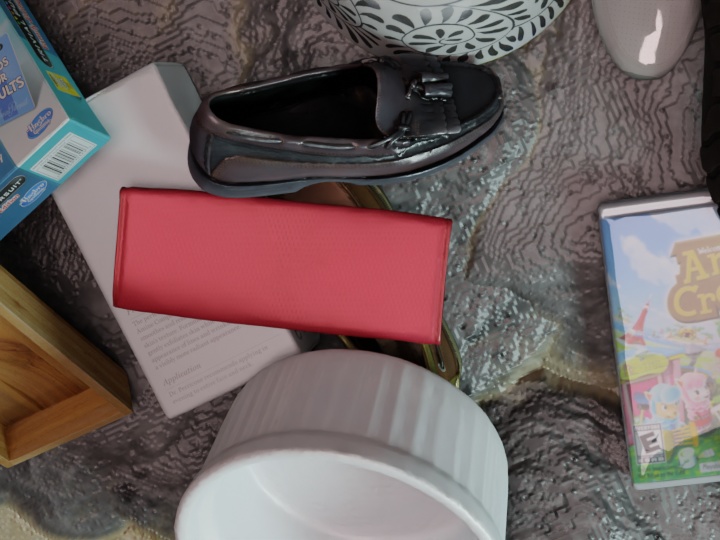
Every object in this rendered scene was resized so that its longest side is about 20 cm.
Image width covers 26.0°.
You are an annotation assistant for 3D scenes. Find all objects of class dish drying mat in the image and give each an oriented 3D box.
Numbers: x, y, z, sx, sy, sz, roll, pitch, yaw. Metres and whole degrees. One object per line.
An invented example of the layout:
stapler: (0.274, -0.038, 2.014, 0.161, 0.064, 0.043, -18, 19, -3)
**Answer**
dish drying mat: (-0.047, -0.004, 0.927, 0.198, 0.018, 0.078, 6, 95, 1)

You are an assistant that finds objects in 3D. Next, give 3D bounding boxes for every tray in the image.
tray: (-0.232, 0.052, 0.955, 0.098, 0.200, 0.037, -24, 55, 10)

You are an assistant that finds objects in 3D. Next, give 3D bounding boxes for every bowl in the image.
bowl: (0.043, -0.217, 0.910, 0.199, 0.094, 0.203, 1, 100, 7)

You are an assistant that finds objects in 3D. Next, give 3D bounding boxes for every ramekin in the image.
ramekin: (-0.004, 0.141, 0.938, 0.199, 0.098, 0.202, 7, 133, 8)

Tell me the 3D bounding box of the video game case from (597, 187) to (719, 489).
video game case: (0.256, 0.036, 0.960, 0.198, 0.022, 0.184, -7, 98, 9)

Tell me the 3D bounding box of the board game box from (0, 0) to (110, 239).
board game box: (-0.262, -0.110, 0.952, 0.151, 0.047, 0.201, -40, 66, 12)

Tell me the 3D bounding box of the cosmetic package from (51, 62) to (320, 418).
cosmetic package: (-0.116, -0.020, 0.978, 0.101, 0.074, 0.201, -25, 93, 11)

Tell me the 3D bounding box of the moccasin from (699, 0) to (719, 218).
moccasin: (0.236, -0.107, 0.894, 0.077, 0.074, 0.203, -14, 102, -24)

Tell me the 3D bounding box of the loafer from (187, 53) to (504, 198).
loafer: (-0.004, -0.091, 0.918, 0.198, 0.063, 0.072, -13, 61, -13)

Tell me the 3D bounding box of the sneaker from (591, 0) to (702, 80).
sneaker: (0.176, -0.210, 0.901, 0.070, 0.080, 0.202, 8, 102, 5)

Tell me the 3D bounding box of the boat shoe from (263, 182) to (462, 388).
boat shoe: (0.000, 0.000, 0.965, 0.072, 0.068, 0.201, -36, 93, 12)
